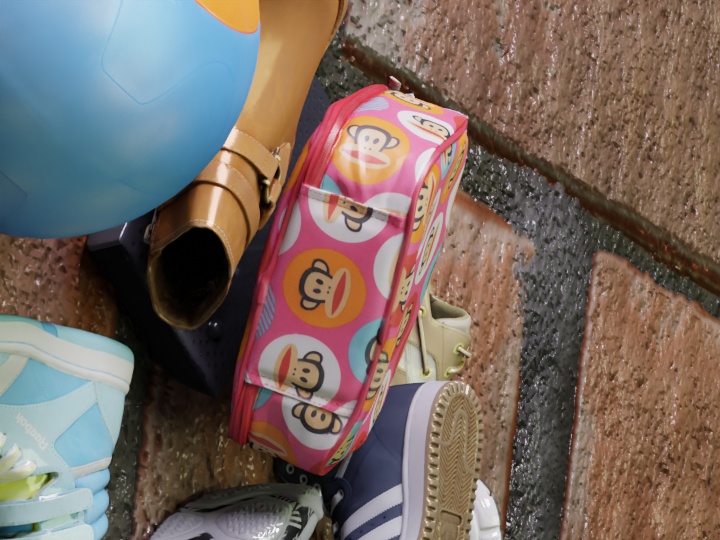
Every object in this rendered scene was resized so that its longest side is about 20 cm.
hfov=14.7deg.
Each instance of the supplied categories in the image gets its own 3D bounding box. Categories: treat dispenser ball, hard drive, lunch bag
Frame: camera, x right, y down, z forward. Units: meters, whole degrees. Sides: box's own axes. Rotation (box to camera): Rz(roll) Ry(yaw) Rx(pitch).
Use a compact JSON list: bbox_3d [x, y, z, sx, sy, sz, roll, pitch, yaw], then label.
[{"bbox_3d":[-0.147,-0.115,1.301,0.201,0.200,0.202,2,87,-57],"label":"treat dispenser ball"},{"bbox_3d":[-0.077,-0.043,1.548,0.135,0.042,0.200,61,42,-36],"label":"hard drive"},{"bbox_3d":[0.000,0.000,1.528,0.176,0.082,0.200,-41,151,-72],"label":"lunch bag"}]

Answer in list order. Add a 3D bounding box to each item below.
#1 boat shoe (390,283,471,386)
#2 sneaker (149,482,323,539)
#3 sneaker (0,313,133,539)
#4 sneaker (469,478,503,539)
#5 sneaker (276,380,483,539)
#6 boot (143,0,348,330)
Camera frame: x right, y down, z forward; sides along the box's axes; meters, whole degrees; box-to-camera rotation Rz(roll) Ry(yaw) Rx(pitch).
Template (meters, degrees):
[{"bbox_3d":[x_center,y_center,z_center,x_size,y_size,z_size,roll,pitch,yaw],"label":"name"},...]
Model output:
[{"bbox_3d":[0.034,0.037,1.675,0.074,0.066,0.201,-91,168,-71],"label":"boat shoe"},{"bbox_3d":[-0.082,0.199,1.511,0.200,0.075,0.115,-37,121,-46],"label":"sneaker"},{"bbox_3d":[-0.181,0.089,1.355,0.200,0.079,0.131,14,76,-55],"label":"sneaker"},{"bbox_3d":[0.041,0.223,1.716,0.080,0.074,0.201,-8,109,-17],"label":"sneaker"},{"bbox_3d":[0.002,0.160,1.605,0.070,0.108,0.201,32,65,-51],"label":"sneaker"},{"bbox_3d":[-0.067,-0.080,1.408,0.200,0.077,0.155,108,2,-49],"label":"boot"}]
